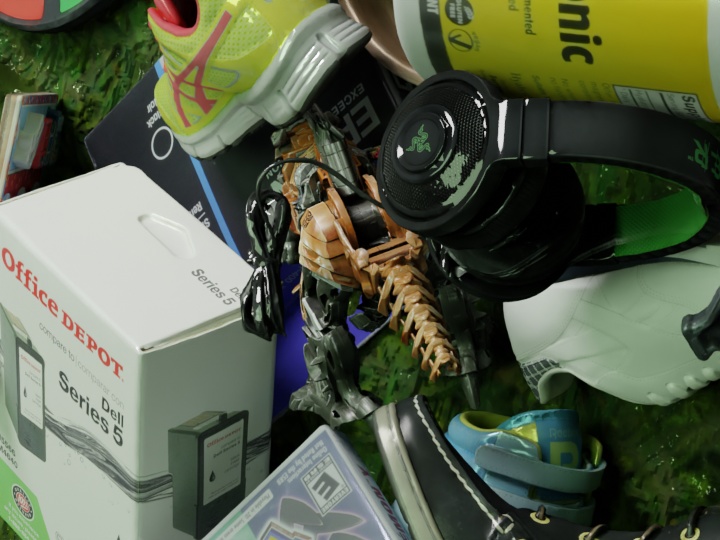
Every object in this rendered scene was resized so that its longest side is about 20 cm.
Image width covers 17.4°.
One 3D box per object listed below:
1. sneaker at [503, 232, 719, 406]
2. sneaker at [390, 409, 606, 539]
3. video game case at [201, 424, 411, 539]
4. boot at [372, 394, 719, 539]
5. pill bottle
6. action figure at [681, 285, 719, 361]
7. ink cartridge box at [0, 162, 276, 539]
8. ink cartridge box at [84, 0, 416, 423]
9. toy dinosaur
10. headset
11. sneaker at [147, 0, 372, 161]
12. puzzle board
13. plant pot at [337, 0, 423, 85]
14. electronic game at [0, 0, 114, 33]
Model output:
[{"bbox_3d":[0.149,0.016,1.014,0.200,0.076,0.081,-3,100,43],"label":"sneaker"},{"bbox_3d":[0.084,0.138,1.041,0.200,0.079,0.131,43,114,37],"label":"sneaker"},{"bbox_3d":[-0.045,0.196,1.061,0.200,0.023,0.182,-44,47,11],"label":"video game case"},{"bbox_3d":[0.111,0.113,0.972,0.154,0.073,0.204,-32,80,4],"label":"boot"},{"bbox_3d":[0.122,-0.115,0.913,0.200,0.111,0.112,8,90,25],"label":"pill bottle"},{"bbox_3d":[0.217,0.019,0.872,0.193,0.105,0.200,45,121,-4],"label":"action figure"},{"bbox_3d":[-0.116,0.070,1.180,0.145,0.084,0.200,39,137,40],"label":"ink cartridge box"},{"bbox_3d":[-0.044,-0.046,1.210,0.198,0.043,0.200,-43,59,30],"label":"ink cartridge box"},{"bbox_3d":[0.000,0.000,1.067,0.102,0.200,0.136,-10,120,10],"label":"toy dinosaur"},{"bbox_3d":[0.047,-0.019,0.943,0.200,0.124,0.094,-2,70,20],"label":"headset"},{"bbox_3d":[-0.064,-0.113,1.109,0.078,0.090,0.200,-51,12,-18],"label":"sneaker"},{"bbox_3d":[-0.187,-0.021,1.273,0.200,0.017,0.151,-110,31,-85],"label":"puzzle board"},{"bbox_3d":[0.085,-0.172,1.072,0.201,0.093,0.201,-8,79,43],"label":"plant pot"},{"bbox_3d":[-0.173,-0.236,1.355,0.200,0.042,0.200,-7,80,42],"label":"electronic game"}]
